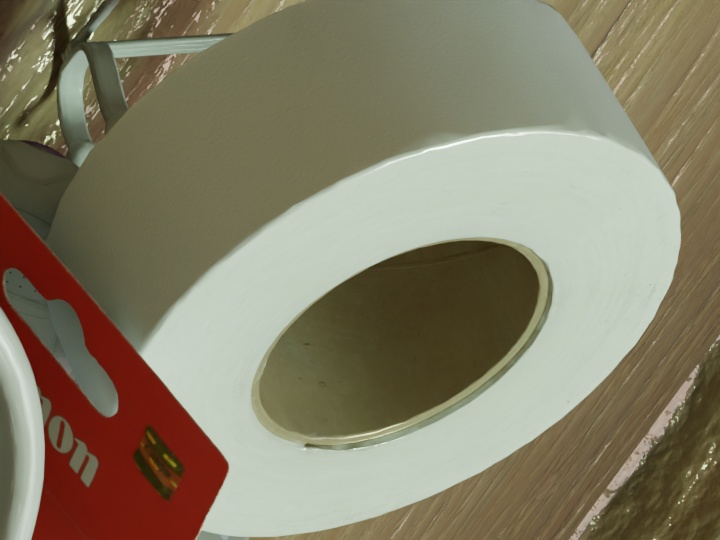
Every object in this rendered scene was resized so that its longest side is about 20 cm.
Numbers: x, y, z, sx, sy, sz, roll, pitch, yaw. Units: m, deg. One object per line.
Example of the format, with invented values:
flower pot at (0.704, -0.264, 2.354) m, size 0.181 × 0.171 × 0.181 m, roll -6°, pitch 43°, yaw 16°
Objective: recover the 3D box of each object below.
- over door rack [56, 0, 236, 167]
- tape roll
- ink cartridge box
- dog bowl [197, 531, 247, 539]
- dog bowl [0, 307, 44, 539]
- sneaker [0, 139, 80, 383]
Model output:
over door rack at (-0.011, -0.086, 0.911) m, size 0.148 × 0.067 × 0.200 m, roll -7°, pitch 159°, yaw -20°
tape roll at (0.000, 0.000, 0.913) m, size 0.202 × 0.071 × 0.203 m, roll -20°, pitch 147°, yaw -13°
ink cartridge box at (-0.135, 0.081, 0.887) m, size 0.047 × 0.160 × 0.200 m, roll -15°, pitch 143°, yaw -44°
dog bowl at (-0.121, 0.118, 1.051) m, size 0.200 × 0.059 × 0.200 m, roll -39°, pitch -161°, yaw 16°
dog bowl at (-0.172, 0.058, 0.740) m, size 0.200 × 0.059 × 0.200 m, roll -17°, pitch 122°, yaw -30°
sneaker at (-0.129, 0.041, 0.965) m, size 0.200 × 0.075 × 0.100 m, roll 111°, pitch -1°, yaw -46°
